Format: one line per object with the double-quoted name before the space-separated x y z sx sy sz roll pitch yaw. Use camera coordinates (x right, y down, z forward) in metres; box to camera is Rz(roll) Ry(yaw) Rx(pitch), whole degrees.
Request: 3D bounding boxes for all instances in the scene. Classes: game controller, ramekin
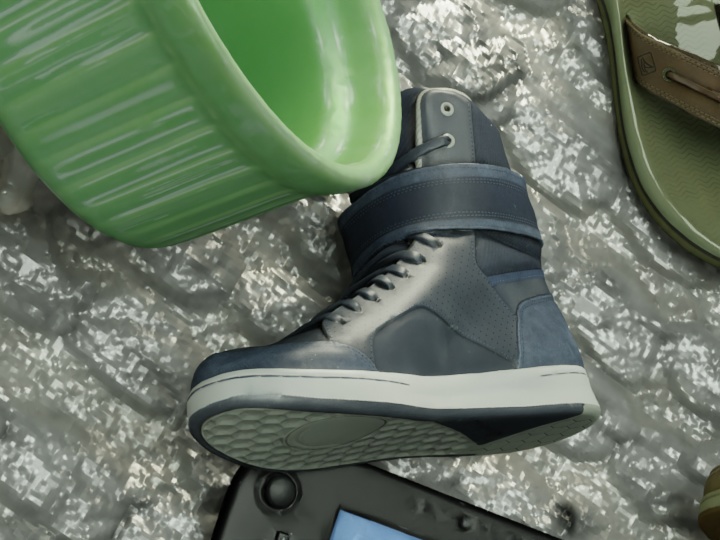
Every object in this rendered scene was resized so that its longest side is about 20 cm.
"game controller" 0.026 0.144 1.136 0.199 0.042 0.105 22 71 -19
"ramekin" -0.075 -0.106 1.062 0.200 0.097 0.201 50 26 -36

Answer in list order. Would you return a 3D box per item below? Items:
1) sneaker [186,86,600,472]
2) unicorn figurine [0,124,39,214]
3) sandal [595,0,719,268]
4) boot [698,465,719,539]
"sneaker" -0.001 0.001 1.110 0.202 0.077 0.147 1 70 -45
"unicorn figurine" -0.181 -0.037 1.031 0.200 0.074 0.138 32 65 -30
"sandal" 0.150 -0.092 1.234 0.079 0.057 0.202 -17 87 -27
"boot" 0.236 0.060 1.235 0.199 0.072 0.156 12 75 -28
